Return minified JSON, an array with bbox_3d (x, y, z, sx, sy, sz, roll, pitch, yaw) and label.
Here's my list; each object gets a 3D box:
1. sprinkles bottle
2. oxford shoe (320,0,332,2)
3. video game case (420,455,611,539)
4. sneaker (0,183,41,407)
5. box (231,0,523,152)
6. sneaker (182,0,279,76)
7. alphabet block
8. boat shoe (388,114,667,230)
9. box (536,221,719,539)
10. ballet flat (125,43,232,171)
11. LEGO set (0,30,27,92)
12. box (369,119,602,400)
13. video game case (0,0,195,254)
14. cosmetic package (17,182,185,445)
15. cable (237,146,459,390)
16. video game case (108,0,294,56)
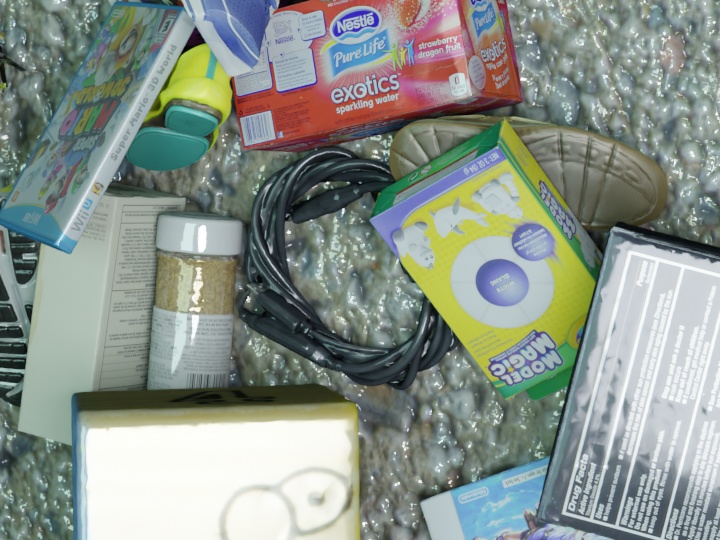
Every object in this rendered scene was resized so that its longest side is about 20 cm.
[{"bbox_3d":[-0.134,0.056,1.611,0.068,0.068,0.202,8,95,28],"label":"sprinkles bottle"},{"bbox_3d":[0.028,-0.273,1.468,0.073,0.071,0.201,18,66,21],"label":"oxford shoe"},{"bbox_3d":[0.160,0.222,1.472,0.199,0.045,0.183,-23,82,27],"label":"video game case"},{"bbox_3d":[-0.274,0.018,1.687,0.077,0.090,0.202,3,115,6],"label":"sneaker"},{"bbox_3d":[0.009,-0.154,1.510,0.199,0.095,0.101,-11,87,28],"label":"box"},{"bbox_3d":[-0.070,-0.244,1.487,0.114,0.081,0.200,-19,44,17],"label":"sneaker"},{"bbox_3d":[-0.110,0.186,1.489,0.198,0.196,0.197,0,93,-9],"label":"alphabet block"},{"bbox_3d":[0.123,-0.079,1.465,0.198,0.066,0.075,13,108,6],"label":"boat shoe"},{"bbox_3d":[0.237,0.087,1.349,0.197,0.123,0.202,15,95,6],"label":"box"},{"bbox_3d":[-0.136,-0.128,1.571,0.066,0.200,0.068,14,77,-15],"label":"ballet flat"},{"bbox_3d":[-0.366,-0.172,1.727,0.200,0.116,0.155,35,137,27],"label":"LEGO set"},{"bbox_3d":[0.110,0.005,1.445,0.117,0.048,0.200,-29,112,26],"label":"box"},{"bbox_3d":[-0.203,-0.113,1.553,0.143,0.018,0.201,17,78,60],"label":"video game case"},{"bbox_3d":[-0.206,0.034,1.630,0.073,0.103,0.202,12,96,28],"label":"cosmetic package"},{"bbox_3d":[0.000,0.000,1.554,0.199,0.051,0.164,26,99,28],"label":"cable"},{"bbox_3d":[-0.124,-0.269,1.612,0.199,0.036,0.182,-34,77,25],"label":"video game case"}]
